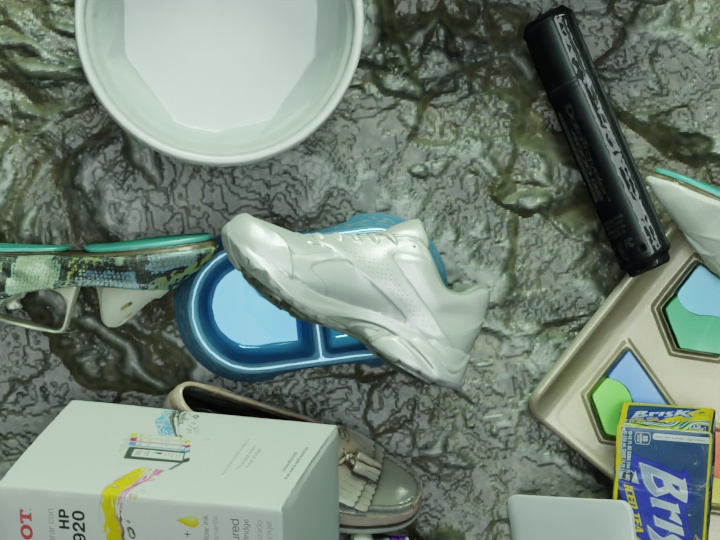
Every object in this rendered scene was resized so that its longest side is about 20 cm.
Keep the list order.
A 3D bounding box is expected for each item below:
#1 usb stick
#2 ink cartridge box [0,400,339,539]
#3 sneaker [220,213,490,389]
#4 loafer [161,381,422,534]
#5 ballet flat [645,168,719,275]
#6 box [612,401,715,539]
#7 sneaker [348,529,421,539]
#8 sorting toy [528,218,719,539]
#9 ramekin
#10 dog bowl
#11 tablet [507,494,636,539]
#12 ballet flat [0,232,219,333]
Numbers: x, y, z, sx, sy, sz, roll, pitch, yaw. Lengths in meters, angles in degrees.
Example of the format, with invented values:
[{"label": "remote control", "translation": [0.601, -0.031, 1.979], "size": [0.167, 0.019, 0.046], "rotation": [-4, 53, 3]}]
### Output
[{"label": "usb stick", "translation": [0.169, -0.093, 1.677], "size": [0.033, 0.055, 0.201], "rotation": [-20, 86, -24]}, {"label": "ink cartridge box", "translation": [-0.127, 0.189, 1.593], "size": [0.199, 0.145, 0.148], "rotation": [4, 110, 14]}, {"label": "sneaker", "translation": [0.000, 0.000, 1.628], "size": [0.200, 0.078, 0.100], "rotation": [29, 83, -13]}, {"label": "loafer", "translation": [-0.048, 0.132, 1.665], "size": [0.199, 0.063, 0.072], "rotation": [17, 51, -2]}, {"label": "ballet flat", "translation": [0.290, -0.016, 1.680], "size": [0.199, 0.069, 0.070], "rotation": [16, 91, -17]}, {"label": "box", "translation": [0.212, 0.198, 1.670], "size": [0.070, 0.064, 0.201], "rotation": [4, 104, 10]}, {"label": "sneaker", "translation": [0.031, 0.289, 1.683], "size": [0.099, 0.070, 0.201], "rotation": [5, 92, -6]}, {"label": "sorting toy", "translation": [0.251, 0.089, 1.706], "size": [0.200, 0.036, 0.185], "rotation": [39, 89, -4]}, {"label": "ramekin", "translation": [-0.098, -0.172, 1.643], "size": [0.199, 0.105, 0.201], "rotation": [0, 91, -3]}, {"label": "dog bowl", "translation": [-0.034, 0.021, 1.680], "size": [0.199, 0.050, 0.112], "rotation": [-7, 92, -3]}, {"label": "tablet", "translation": [0.157, 0.261, 1.669], "size": [0.014, 0.130, 0.201], "rotation": [-9, 93, -37]}, {"label": "ballet flat", "translation": [-0.196, 0.010, 1.659], "size": [0.199, 0.074, 0.075], "rotation": [-2, 92, 10]}]
